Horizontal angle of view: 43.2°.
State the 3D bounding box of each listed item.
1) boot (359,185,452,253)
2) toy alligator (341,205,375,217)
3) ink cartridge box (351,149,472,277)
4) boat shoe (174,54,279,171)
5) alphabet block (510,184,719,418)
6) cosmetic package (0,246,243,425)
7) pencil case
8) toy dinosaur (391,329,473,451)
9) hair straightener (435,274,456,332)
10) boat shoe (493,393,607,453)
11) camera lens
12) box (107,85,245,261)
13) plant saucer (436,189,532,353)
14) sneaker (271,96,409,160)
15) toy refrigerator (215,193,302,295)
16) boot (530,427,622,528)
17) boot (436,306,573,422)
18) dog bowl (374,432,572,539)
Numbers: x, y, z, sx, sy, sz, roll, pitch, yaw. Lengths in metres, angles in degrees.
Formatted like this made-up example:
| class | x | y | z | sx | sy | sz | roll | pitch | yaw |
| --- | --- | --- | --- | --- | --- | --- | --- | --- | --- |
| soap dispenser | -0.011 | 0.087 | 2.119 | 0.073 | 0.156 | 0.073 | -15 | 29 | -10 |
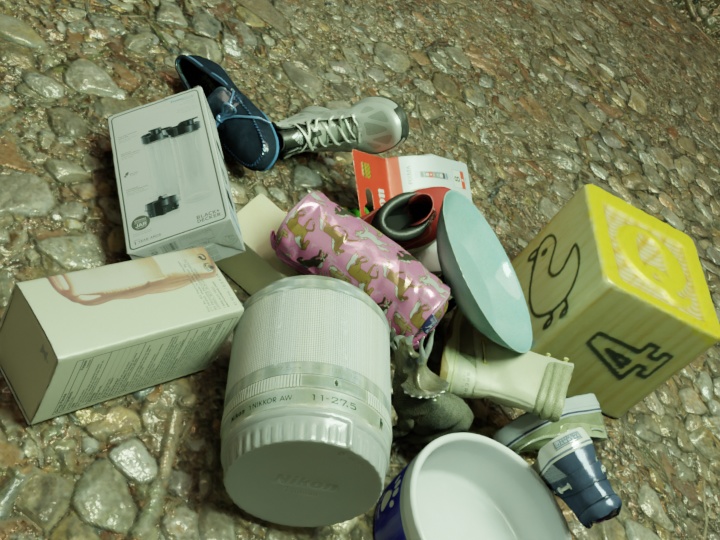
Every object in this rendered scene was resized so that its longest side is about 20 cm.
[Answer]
| class | x | y | z | sx | sy | sz | roll | pitch | yaw |
| --- | --- | --- | --- | --- | --- | --- | --- | --- | --- |
| boot | 0.073 | -0.067 | 1.073 | 0.199 | 0.144 | 0.073 | -26 | 88 | -37 |
| toy alligator | -0.017 | -0.057 | 1.151 | 0.199 | 0.054 | 0.060 | -7 | 57 | -43 |
| ink cartridge box | 0.078 | -0.074 | 1.180 | 0.199 | 0.050 | 0.164 | 8 | 71 | -51 |
| boat shoe | -0.179 | -0.196 | 1.145 | 0.200 | 0.084 | 0.068 | 46 | 18 | 30 |
| alphabet block | 0.324 | 0.044 | 1.213 | 0.195 | 0.200 | 0.197 | 22 | 41 | -20 |
| cosmetic package | -0.221 | 0.055 | 0.842 | 0.199 | 0.104 | 0.088 | -14 | 60 | -47 |
| pencil case | 0.000 | 0.000 | 0.969 | 0.199 | 0.083 | 0.087 | 37 | 29 | 6 |
| toy dinosaur | 0.074 | 0.154 | 0.965 | 0.200 | 0.101 | 0.078 | 48 | 36 | -36 |
| hair straightener | 0.092 | 0.036 | 1.140 | 0.041 | 0.078 | 0.199 | 32 | 48 | 27 |
| boat shoe | 0.240 | 0.195 | 1.104 | 0.199 | 0.072 | 0.062 | -6 | 62 | -43 |
| camera lens | -0.050 | 0.118 | 0.870 | 0.159 | 0.160 | 0.201 | 22 | 42 | -21 |
| box | -0.202 | -0.097 | 0.991 | 0.115 | 0.060 | 0.201 | -19 | 56 | 0 |
| plant saucer | 0.132 | 0.007 | 1.035 | 0.201 | 0.038 | 0.202 | 46 | 29 | -35 |
| sneaker | -0.040 | -0.169 | 1.167 | 0.115 | 0.199 | 0.076 | -32 | 116 | -44 |
| toy refrigerator | -0.070 | 0.015 | 1.031 | 0.200 | 0.070 | 0.076 | 40 | 45 | 2 |
| boot | 0.234 | 0.239 | 0.991 | 0.091 | 0.072 | 0.200 | 63 | 1 | 23 |
| boot | 0.173 | 0.105 | 1.077 | 0.153 | 0.073 | 0.200 | 14 | 24 | 8 |
| dog bowl | 0.115 | 0.271 | 0.920 | 0.198 | 0.079 | 0.201 | 22 | 41 | -21 |
